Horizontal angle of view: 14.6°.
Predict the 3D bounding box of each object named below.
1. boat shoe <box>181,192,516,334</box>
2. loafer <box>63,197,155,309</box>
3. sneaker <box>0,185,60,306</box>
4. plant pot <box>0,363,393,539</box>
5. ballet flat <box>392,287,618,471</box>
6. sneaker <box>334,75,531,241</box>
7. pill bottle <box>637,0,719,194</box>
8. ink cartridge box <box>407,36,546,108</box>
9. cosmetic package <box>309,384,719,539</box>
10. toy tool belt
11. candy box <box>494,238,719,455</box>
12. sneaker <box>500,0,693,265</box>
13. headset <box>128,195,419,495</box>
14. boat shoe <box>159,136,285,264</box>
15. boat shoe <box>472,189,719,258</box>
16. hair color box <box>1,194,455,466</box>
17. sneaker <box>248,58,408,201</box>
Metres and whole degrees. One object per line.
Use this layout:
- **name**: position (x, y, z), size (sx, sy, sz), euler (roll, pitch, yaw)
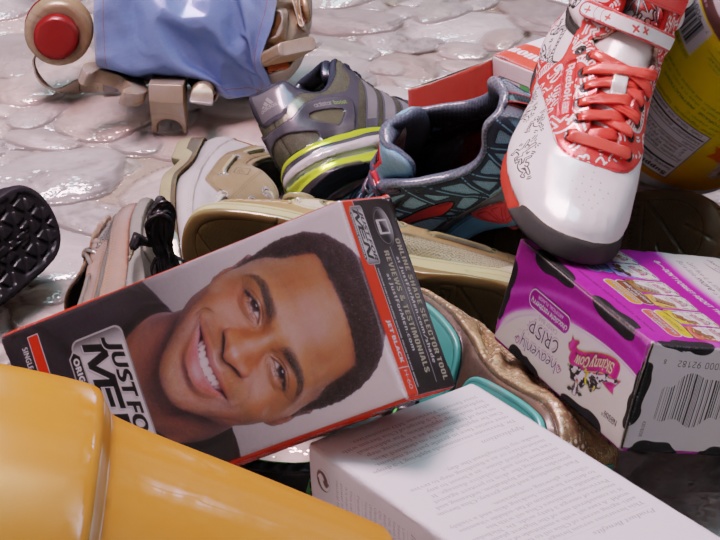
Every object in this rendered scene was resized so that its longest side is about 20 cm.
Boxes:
- **boat shoe**: position (0.001, -0.002, 1.551), size (0.200, 0.073, 0.063), euler (11, 29, 0)
- **loafer**: position (-0.141, 0.019, 1.555), size (0.063, 0.072, 0.200), euler (-9, 28, 3)
- **sneaker**: position (-0.254, 0.015, 1.599), size (0.083, 0.072, 0.200), euler (-15, 11, 44)
- **plant pot**: position (-0.087, 0.152, 1.152), size (0.183, 0.201, 0.200), euler (11, 24, -8)
- **ballet flat**: position (0.067, 0.067, 1.456), size (0.065, 0.071, 0.200), euler (13, 17, -33)
- **sneaker**: position (0.032, -0.057, 1.583), size (0.200, 0.095, 0.079), euler (-27, 46, 32)
- **pill bottle**: position (0.198, -0.112, 1.557), size (0.109, 0.109, 0.200), euler (-19, -14, -30)
- **ink cartridge box**: position (0.120, -0.083, 1.691), size (0.200, 0.109, 0.050), euler (-21, 31, -34)
- **cosmetic package**: position (0.072, 0.131, 1.291), size (0.101, 0.071, 0.200), euler (-18, 29, -29)
- **toy tool belt**: position (-0.128, -0.156, 1.855), size (0.200, 0.125, 0.123), euler (-3, 17, 1)
- **candy box**: position (0.187, 0.042, 1.417), size (0.200, 0.061, 0.136), euler (5, 20, -28)
- **sneaker**: position (0.124, -0.097, 1.443), size (0.067, 0.108, 0.202), euler (20, 34, -6)
- **headset**: position (-0.053, 0.041, 1.454), size (0.123, 0.094, 0.200), euler (-25, 41, -23)
- **boat shoe**: position (-0.078, -0.031, 1.642), size (0.068, 0.075, 0.200), euler (-4, 26, 3)
- **boat shoe**: position (0.126, -0.012, 1.608), size (0.200, 0.071, 0.064), euler (6, -9, 32)
- **hair color box**: position (-0.066, 0.044, 1.354), size (0.200, 0.102, 0.061), euler (-22, -6, 24)
- **sneaker**: position (0.003, -0.092, 1.702), size (0.074, 0.081, 0.200), euler (-34, -8, 26)
